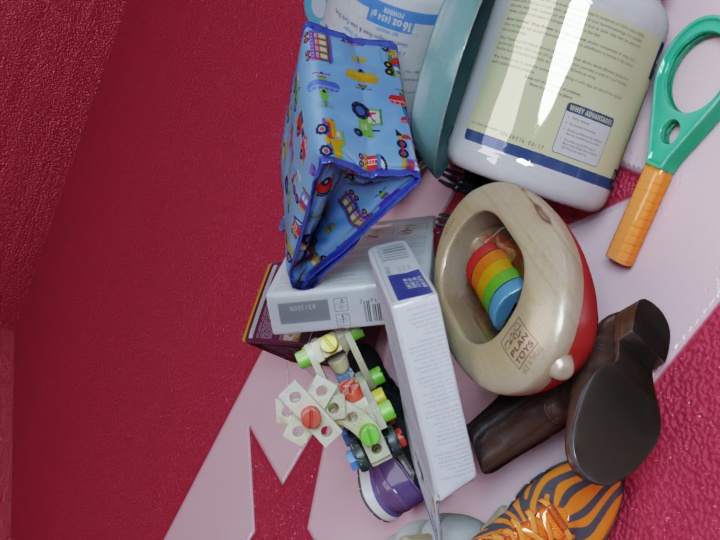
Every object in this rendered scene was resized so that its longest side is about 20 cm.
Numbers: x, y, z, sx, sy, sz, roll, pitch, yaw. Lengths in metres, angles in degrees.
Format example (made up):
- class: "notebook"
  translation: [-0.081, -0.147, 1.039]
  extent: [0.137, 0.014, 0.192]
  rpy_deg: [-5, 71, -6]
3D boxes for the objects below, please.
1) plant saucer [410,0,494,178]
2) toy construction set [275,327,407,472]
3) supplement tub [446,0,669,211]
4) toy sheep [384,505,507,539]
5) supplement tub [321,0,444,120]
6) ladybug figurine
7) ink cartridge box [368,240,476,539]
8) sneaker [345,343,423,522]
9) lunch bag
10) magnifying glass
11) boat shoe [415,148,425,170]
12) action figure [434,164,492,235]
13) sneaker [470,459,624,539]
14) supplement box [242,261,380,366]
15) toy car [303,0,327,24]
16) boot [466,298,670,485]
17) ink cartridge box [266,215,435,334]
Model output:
- class: "plant saucer"
  translation: [0.083, -0.182, 0.801]
  extent: [0.200, 0.035, 0.203]
  rpy_deg: [21, -91, -81]
- class: "toy construction set"
  translation: [-0.016, 0.114, 0.872]
  extent: [0.091, 0.133, 0.200]
  rpy_deg: [-21, 12, 11]
- class: "supplement tub"
  translation: [0.166, -0.165, 0.761]
  extent: [0.145, 0.143, 0.203]
  rpy_deg: [36, 110, 59]
- class: "toy sheep"
  translation: [0.065, 0.273, 0.782]
  extent: [0.200, 0.137, 0.139]
  rpy_deg: [-49, 38, 24]
- class: "supplement tub"
  translation: [0.020, -0.213, 0.910]
  extent: [0.133, 0.130, 0.202]
  rpy_deg: [-111, 30, -46]
- class: "ladybug figurine"
  translation: [0.119, 0.016, 0.691]
  extent: [0.137, 0.071, 0.201]
  rpy_deg: [-59, 29, 27]
- class: "ink cartridge box"
  translation: [0.052, 0.093, 0.757]
  extent: [0.200, 0.040, 0.203]
  rpy_deg: [-108, 7, -76]
- class: "sneaker"
  translation: [0.040, 0.153, 0.961]
  extent: [0.087, 0.075, 0.202]
  rpy_deg: [-36, 47, 26]
- class: "lunch bag"
  translation: [-0.037, -0.090, 0.829]
  extent: [0.200, 0.093, 0.153]
  rpy_deg: [127, 143, -49]
- class: "magnifying glass"
  translation: [0.243, -0.100, 0.724]
  extent: [0.080, 0.022, 0.203]
  rpy_deg: [42, 116, 58]
- class: "boat shoe"
  translation: [0.058, -0.147, 1.037]
  extent: [0.200, 0.062, 0.072]
  rpy_deg: [-49, 57, 41]
- class: "action figure"
  translation: [0.118, -0.006, 0.829]
  extent: [0.201, 0.100, 0.120]
  rpy_deg: [-117, 33, -50]
- class: "sneaker"
  translation: [0.119, 0.204, 0.657]
  extent: [0.078, 0.199, 0.112]
  rpy_deg: [48, 169, 16]
- class: "supplement box"
  translation: [-0.056, 0.052, 1.121]
  extent: [0.199, 0.085, 0.112]
  rpy_deg: [-4, 65, 61]
- class: "toy car"
  translation: [0.077, -0.294, 0.994]
  extent: [0.200, 0.183, 0.178]
  rpy_deg: [47, 135, 21]
- class: "boot"
  translation: [0.140, 0.124, 0.712]
  extent: [0.200, 0.064, 0.186]
  rpy_deg: [-40, 4, 44]
- class: "ink cartridge box"
  translation: [0.000, 0.000, 0.947]
  extent: [0.200, 0.157, 0.048]
  rpy_deg: [-72, -27, -69]
